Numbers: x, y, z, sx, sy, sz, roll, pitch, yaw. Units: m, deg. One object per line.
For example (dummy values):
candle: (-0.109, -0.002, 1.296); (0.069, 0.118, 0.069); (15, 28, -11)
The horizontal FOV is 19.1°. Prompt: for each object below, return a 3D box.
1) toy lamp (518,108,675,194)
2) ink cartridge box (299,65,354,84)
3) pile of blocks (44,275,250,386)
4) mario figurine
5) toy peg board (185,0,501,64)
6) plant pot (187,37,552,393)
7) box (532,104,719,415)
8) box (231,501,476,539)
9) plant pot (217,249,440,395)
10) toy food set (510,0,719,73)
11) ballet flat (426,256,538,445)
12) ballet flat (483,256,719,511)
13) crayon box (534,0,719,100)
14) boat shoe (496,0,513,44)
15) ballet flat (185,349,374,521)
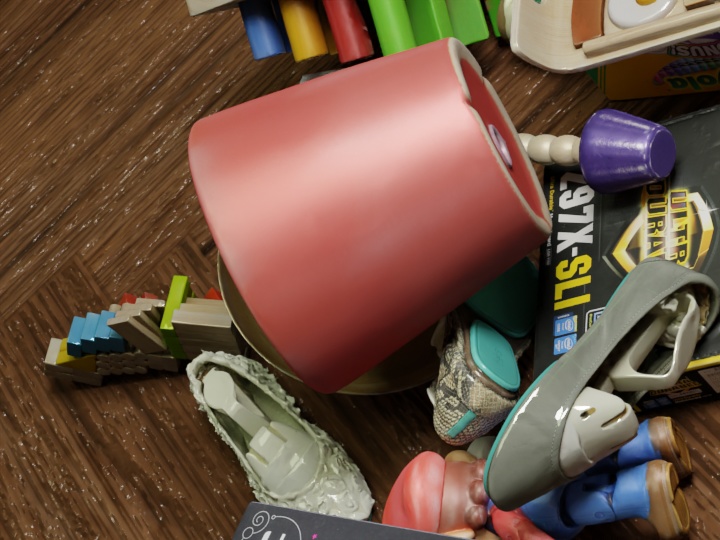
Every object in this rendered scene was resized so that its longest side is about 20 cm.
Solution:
toy lamp: (0.119, -0.081, 1.433); (0.199, 0.058, 0.058); (3, 61, 41)
ink cartridge box: (-0.014, -0.060, 1.593); (0.109, 0.050, 0.201); (-6, 55, 34)
pile of blocks: (-0.165, 0.035, 1.614); (0.199, 0.082, 0.062); (-10, 54, 33)
mario figurine: (0.110, 0.153, 1.334); (0.199, 0.123, 0.107); (-12, 90, 21)
toy peg board: (0.013, -0.198, 1.596); (0.199, 0.200, 0.098); (-14, 94, 44)
plant pot: (0.014, -0.046, 1.359); (0.177, 0.201, 0.201); (-26, 46, 12)
box: (0.195, -0.005, 1.393); (0.159, 0.049, 0.201); (-16, 51, 30)
box: (0.017, 0.229, 1.294); (0.199, 0.132, 0.115); (5, 59, 39)
plant pot: (0.000, 0.000, 1.489); (0.199, 0.028, 0.201); (1, 63, -2)
toy food set: (0.192, -0.218, 1.369); (0.199, 0.060, 0.144); (-14, 52, 30)
ballet flat: (0.073, 0.052, 1.399); (0.075, 0.068, 0.200); (-49, 10, 25)
ballet flat: (0.149, 0.068, 1.268); (0.064, 0.068, 0.200); (17, 54, 38)
crayon box: (0.233, -0.178, 1.439); (0.199, 0.119, 0.058); (-3, 58, 36)
boat shoe: (0.183, -0.237, 1.565); (0.065, 0.073, 0.200); (33, 86, 35)
ballet flat: (-0.067, 0.119, 1.490); (0.072, 0.072, 0.200); (-47, 44, -1)
